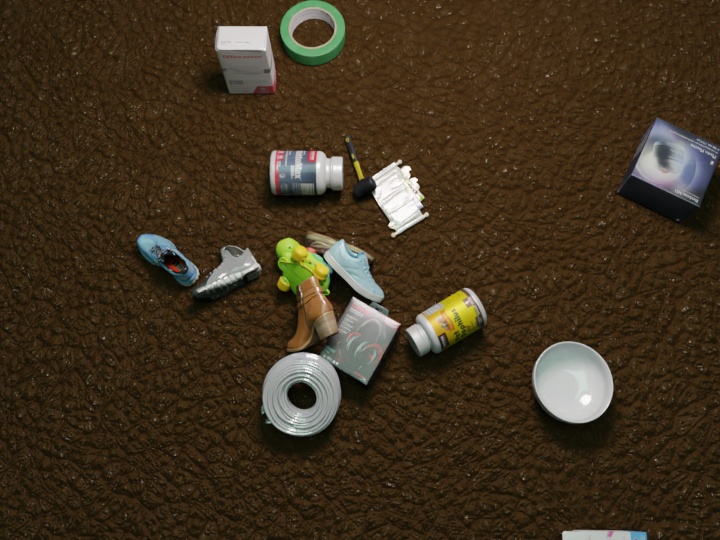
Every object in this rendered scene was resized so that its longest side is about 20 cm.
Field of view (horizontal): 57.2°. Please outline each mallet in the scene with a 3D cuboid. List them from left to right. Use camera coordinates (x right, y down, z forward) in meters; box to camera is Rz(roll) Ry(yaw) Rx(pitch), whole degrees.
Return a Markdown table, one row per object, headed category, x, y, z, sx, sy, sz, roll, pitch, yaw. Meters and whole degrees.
| category | x | y | z | sx | sy | sz | roll | pitch | yaw |
| --- | --- | --- | --- | --- | --- | --- | --- | --- | --- |
| mallet | -0.003 | -0.304 | 1.872 | 0.065 | 0.041 | 0.204 | -22 | 66 | 25 |

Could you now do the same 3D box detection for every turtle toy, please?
| category | x | y | z | sx | sy | sz | roll | pitch | yaw |
| --- | --- | --- | --- | --- | --- | --- | --- | --- | --- |
| turtle toy | -0.151 | -0.005 | 1.742 | 0.199 | 0.147 | 0.101 | 41 | 35 | 12 |

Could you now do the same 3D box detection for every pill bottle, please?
| category | x | y | z | sx | sy | sz | roll | pitch | yaw |
| --- | --- | --- | --- | --- | --- | --- | --- | --- | --- |
| pill bottle | -0.147 | -0.270 | 1.828 | 0.195 | 0.120 | 0.122 | 0 | 72 | 0 |
| pill bottle | 0.217 | 0.137 | 1.696 | 0.198 | 0.110 | 0.110 | -30 | 74 | -9 |

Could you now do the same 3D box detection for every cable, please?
| category | x | y | z | sx | sy | sz | roll | pitch | yaw |
| --- | --- | --- | --- | --- | --- | --- | --- | --- | --- |
| cable | -0.146 | 0.307 | 1.633 | 0.196 | 0.069 | 0.204 | 10 | 96 | 1 |

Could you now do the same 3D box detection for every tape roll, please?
| category | x | y | z | sx | sy | sz | roll | pitch | yaw |
| --- | --- | --- | --- | --- | --- | --- | --- | --- | --- |
| tape roll | -0.144 | -0.724 | 2.013 | 0.196 | 0.048 | 0.205 | 0 | 72 | 0 |

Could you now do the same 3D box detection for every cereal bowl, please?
| category | x | y | z | sx | sy | sz | roll | pitch | yaw |
| --- | --- | --- | --- | --- | --- | --- | --- | --- | --- |
| cereal bowl | 0.523 | 0.285 | 1.658 | 0.196 | 0.083 | 0.204 | 0 | 72 | 0 |

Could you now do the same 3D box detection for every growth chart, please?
| category | x | y | z | sx | sy | sz | roll | pitch | yaw |
| --- | --- | --- | --- | --- | --- | --- | --- | --- | --- |
| growth chart | 0.107 | -0.207 | 1.858 | 0.143 | 0.018 | 0.202 | -25 | 73 | -8 |

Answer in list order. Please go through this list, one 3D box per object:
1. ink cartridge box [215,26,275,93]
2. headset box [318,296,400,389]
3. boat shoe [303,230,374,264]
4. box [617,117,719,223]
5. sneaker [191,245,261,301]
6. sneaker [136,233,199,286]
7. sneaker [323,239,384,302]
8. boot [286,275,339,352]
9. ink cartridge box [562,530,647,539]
| category | x | y | z | sx | sy | sz | roll | pitch | yaw |
| --- | --- | --- | --- | --- | --- | --- | --- | --- | --- |
| ink cartridge box | -0.325 | -0.601 | 1.894 | 0.142 | 0.200 | 0.087 | 0 | 71 | 0 |
| headset box | 0.004 | 0.178 | 1.702 | 0.147 | 0.075 | 0.202 | 29 | 75 | 10 |
| boat shoe | -0.061 | -0.044 | 1.786 | 0.196 | 0.072 | 0.073 | 19 | 93 | 2 |
| box | 0.850 | -0.274 | 1.818 | 0.197 | 0.123 | 0.201 | 27 | 75 | 9 |
| sneaker | -0.374 | -0.001 | 1.773 | 0.197 | 0.075 | 0.117 | -24 | 68 | -18 |
| sneaker | -0.520 | -0.043 | 1.772 | 0.198 | 0.090 | 0.079 | 33 | 75 | 12 |
| sneaker | 0.000 | 0.000 | 1.725 | 0.199 | 0.074 | 0.082 | 41 | 106 | -15 |
| boot | -0.139 | 0.114 | 1.674 | 0.073 | 0.199 | 0.157 | -10 | 75 | -49 |
| ink cartridge box | 0.563 | 0.668 | 1.540 | 0.196 | 0.068 | 0.118 | 1 | 72 | 1 |
